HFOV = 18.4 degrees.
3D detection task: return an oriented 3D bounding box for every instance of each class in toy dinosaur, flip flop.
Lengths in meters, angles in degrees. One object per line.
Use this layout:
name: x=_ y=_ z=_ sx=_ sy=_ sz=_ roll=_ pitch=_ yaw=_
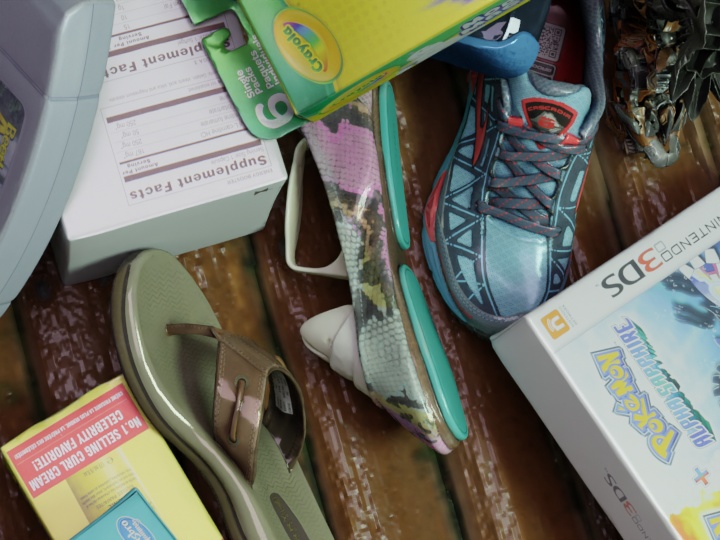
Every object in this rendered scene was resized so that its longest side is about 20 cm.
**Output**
toy dinosaur: x=0.158 y=-0.138 z=1.083 sx=0.102 sy=0.201 sz=0.136 roll=-28 pitch=41 yaw=-11
flip flop: x=-0.051 y=0.075 z=1.062 sx=0.057 sy=0.081 sz=0.201 roll=-31 pitch=86 yaw=28

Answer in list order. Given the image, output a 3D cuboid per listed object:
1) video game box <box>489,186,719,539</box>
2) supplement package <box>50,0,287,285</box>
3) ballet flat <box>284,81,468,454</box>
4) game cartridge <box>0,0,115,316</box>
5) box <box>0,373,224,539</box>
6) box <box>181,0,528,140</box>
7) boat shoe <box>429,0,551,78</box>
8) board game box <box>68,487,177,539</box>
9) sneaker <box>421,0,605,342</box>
video game box: x=0.188 y=0.068 z=1.092 sx=0.182 sy=0.047 sz=0.201 roll=-32 pitch=84 yaw=-29
supplement package: x=-0.120 y=-0.110 z=1.081 sx=0.109 sy=0.114 sz=0.201 roll=-16 pitch=81 yaw=-11
ballet flat: x=0.000 y=0.000 z=1.104 sx=0.071 sy=0.069 sz=0.202 roll=-14 pitch=76 yaw=8
game cartridge: x=-0.184 y=-0.067 z=1.022 sx=0.133 sy=0.201 sz=0.041 roll=42 pitch=32 yaw=26
box: x=-0.092 y=0.154 z=1.061 sx=0.075 sy=0.050 sz=0.201 roll=-29 pitch=83 yaw=-11
box: x=0.011 y=-0.153 z=1.004 sx=0.199 sy=0.048 sz=0.118 roll=-30 pitch=85 yaw=9
boat shoe: x=0.011 y=-0.152 z=1.106 sx=0.199 sy=0.084 sz=0.069 roll=22 pitch=84 yaw=22
board game box: x=-0.131 y=0.216 z=0.970 sx=0.200 sy=0.047 sz=0.151 roll=-36 pitch=82 yaw=-25
sneaker: x=0.079 y=-0.066 z=1.106 sx=0.079 sy=0.096 sz=0.202 roll=9 pitch=77 yaw=-4
